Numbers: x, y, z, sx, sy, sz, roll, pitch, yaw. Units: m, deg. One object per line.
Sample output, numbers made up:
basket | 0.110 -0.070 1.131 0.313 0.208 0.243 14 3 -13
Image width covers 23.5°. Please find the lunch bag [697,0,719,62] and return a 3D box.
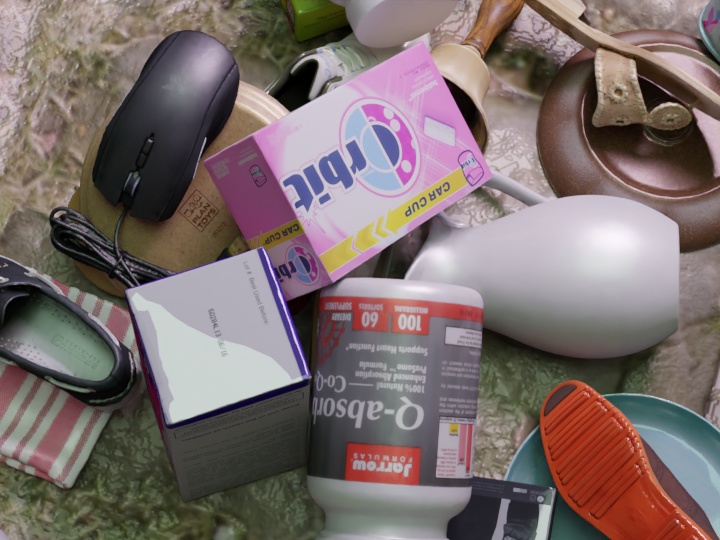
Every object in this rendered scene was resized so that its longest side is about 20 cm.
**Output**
lunch bag | 0.374 -0.182 1.390 0.160 0.077 0.200 -35 74 -26

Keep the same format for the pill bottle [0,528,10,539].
pill bottle | -0.313 0.195 1.201 0.200 0.112 0.112 43 73 13

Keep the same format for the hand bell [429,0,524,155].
hand bell | 0.091 -0.180 1.389 0.104 0.104 0.200 26 51 7

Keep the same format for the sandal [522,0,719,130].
sandal | 0.196 -0.147 1.356 0.212 0.078 0.070 39 91 18

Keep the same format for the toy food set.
toy food set | -0.115 -0.047 1.296 0.198 0.049 0.200 27 105 3

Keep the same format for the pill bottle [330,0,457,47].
pill bottle | 0.001 -0.280 1.352 0.112 0.112 0.200 -18 70 -9

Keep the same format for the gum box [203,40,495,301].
gum box | -0.001 -0.075 1.240 0.200 0.066 0.114 -34 98 -40

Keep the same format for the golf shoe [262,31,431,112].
golf shoe | -0.016 -0.146 1.359 0.078 0.097 0.200 42 71 15

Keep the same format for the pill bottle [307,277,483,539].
pill bottle | 0.023 0.109 1.196 0.115 0.116 0.201 4 85 -1

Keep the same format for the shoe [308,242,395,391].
shoe | 0.000 0.000 1.315 0.053 0.070 0.201 11 68 5

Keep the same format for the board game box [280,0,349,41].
board game box | 0.023 -0.272 1.436 0.200 0.048 0.102 -19 71 -10

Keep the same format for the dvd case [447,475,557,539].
dvd case | 0.051 0.241 1.230 0.150 0.025 0.201 7 70 13

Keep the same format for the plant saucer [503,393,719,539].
plant saucer | 0.199 0.189 1.273 0.199 0.027 0.201 1 69 -3

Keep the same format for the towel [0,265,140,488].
towel | -0.273 0.062 1.300 0.200 0.030 0.147 23 70 6

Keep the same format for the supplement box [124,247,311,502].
supplement box | -0.096 0.078 1.211 0.103 0.200 0.101 -18 69 -8

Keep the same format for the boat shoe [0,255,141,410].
boat shoe | -0.249 0.032 1.264 0.200 0.060 0.076 25 76 10

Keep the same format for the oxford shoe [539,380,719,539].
oxford shoe | 0.198 0.164 1.243 0.071 0.072 0.200 -42 57 16

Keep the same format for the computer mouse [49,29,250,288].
computer mouse | -0.132 -0.062 1.246 0.140 0.046 0.200 35 105 2

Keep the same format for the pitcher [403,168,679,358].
pitcher | 0.140 -0.015 1.313 0.199 0.121 0.172 1 53 9

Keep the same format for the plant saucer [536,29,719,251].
plant saucer | 0.243 -0.114 1.391 0.200 0.037 0.201 1 68 -3
